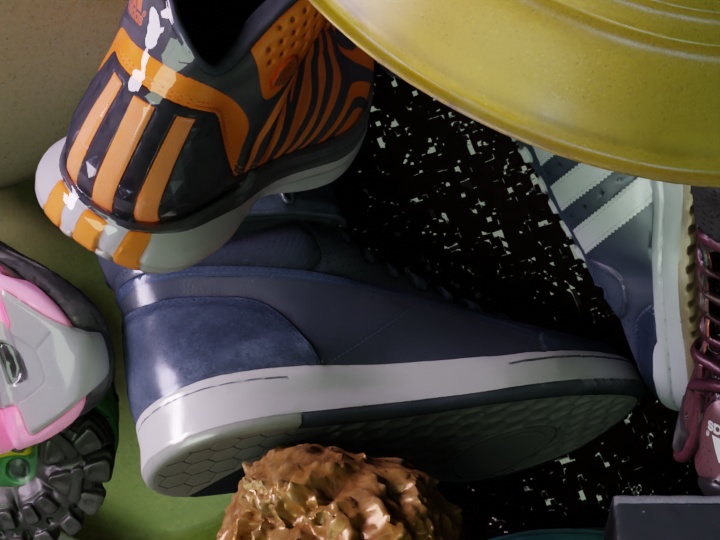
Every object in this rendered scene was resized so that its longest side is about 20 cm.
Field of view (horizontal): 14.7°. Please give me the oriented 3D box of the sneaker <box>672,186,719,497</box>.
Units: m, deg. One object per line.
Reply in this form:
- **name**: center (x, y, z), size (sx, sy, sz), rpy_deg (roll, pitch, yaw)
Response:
- **sneaker**: center (0.133, 0.020, 0.877), size (0.076, 0.200, 0.116), rpy_deg (22, 88, 22)

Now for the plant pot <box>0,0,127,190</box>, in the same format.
- **plant pot**: center (-0.135, -0.105, 0.951), size (0.134, 0.200, 0.200), rpy_deg (9, 112, -9)

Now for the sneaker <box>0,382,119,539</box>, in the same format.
- **sneaker**: center (-0.179, 0.074, 1.033), size (0.200, 0.085, 0.078), rpy_deg (-11, 114, 11)

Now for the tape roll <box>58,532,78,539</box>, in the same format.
- **tape roll**: center (-0.155, 0.211, 1.059), size (0.202, 0.139, 0.203), rpy_deg (10, 122, 16)

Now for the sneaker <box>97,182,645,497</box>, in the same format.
- **sneaker**: center (0.000, -0.001, 0.967), size (0.077, 0.202, 0.146), rpy_deg (-46, 53, 43)

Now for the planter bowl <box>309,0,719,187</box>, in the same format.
- **planter bowl**: center (0.075, -0.118, 0.792), size (0.200, 0.200, 0.084), rpy_deg (27, 125, 7)

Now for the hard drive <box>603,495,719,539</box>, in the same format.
- **hard drive**: center (0.175, 0.124, 0.933), size (0.200, 0.033, 0.140), rpy_deg (0, 143, -3)

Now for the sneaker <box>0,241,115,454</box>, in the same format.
- **sneaker**: center (-0.143, 0.011, 0.975), size (0.200, 0.095, 0.079), rpy_deg (10, 111, 44)

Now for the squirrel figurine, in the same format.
- **squirrel figurine**: center (-0.010, 0.165, 0.882), size (0.141, 0.187, 0.200), rpy_deg (8, 145, 6)

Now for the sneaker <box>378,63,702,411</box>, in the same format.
- **sneaker**: center (0.071, -0.046, 0.959), size (0.108, 0.070, 0.200), rpy_deg (2, 116, 26)

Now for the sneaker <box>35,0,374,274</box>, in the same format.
- **sneaker**: center (-0.024, -0.081, 0.863), size (0.078, 0.200, 0.112), rpy_deg (29, 119, 2)

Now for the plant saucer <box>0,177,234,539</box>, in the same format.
- **plant saucer**: center (-0.098, 0.029, 1.057), size (0.200, 0.031, 0.200), rpy_deg (6, 110, 16)

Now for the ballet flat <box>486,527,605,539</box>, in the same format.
- **ballet flat**: center (0.112, 0.125, 1.008), size (0.200, 0.067, 0.064), rpy_deg (-14, 133, 24)
